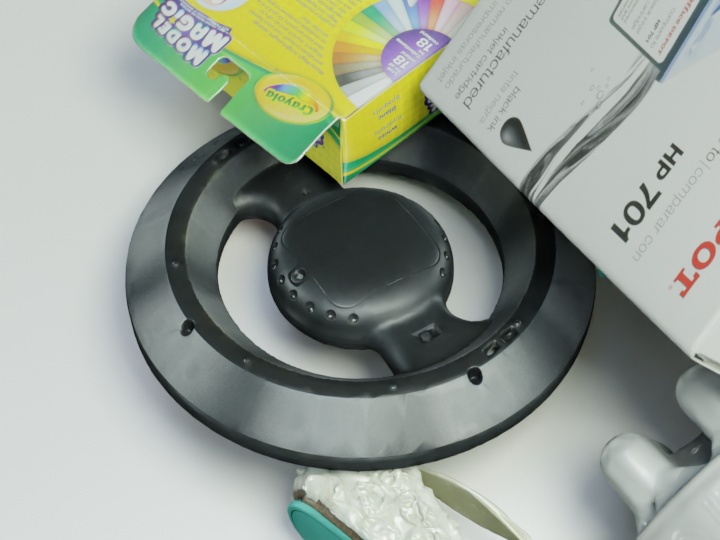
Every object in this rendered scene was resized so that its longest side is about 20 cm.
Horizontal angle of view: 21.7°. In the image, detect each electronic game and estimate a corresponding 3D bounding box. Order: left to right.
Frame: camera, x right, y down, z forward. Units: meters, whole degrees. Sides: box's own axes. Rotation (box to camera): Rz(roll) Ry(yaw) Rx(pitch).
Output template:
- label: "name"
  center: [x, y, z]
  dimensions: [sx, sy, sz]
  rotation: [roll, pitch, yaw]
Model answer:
- label: "electronic game"
  center: [0.000, 0.000, 0.795]
  dimensions: [0.199, 0.042, 0.201]
  rotation: [0, 49, 0]

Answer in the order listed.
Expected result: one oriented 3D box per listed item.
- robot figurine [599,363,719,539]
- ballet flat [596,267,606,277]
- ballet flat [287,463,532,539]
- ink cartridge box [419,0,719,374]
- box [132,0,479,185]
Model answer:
- label: "robot figurine"
  center: [0.179, 0.127, 0.711]
  dimensions: [0.170, 0.113, 0.200]
  rotation: [-46, 70, 11]
- label: "ballet flat"
  center: [0.145, -0.084, 0.832]
  dimensions: [0.068, 0.068, 0.201]
  rotation: [2, 75, 13]
- label: "ballet flat"
  center: [0.055, 0.135, 0.734]
  dimensions: [0.072, 0.072, 0.200]
  rotation: [-40, 72, -15]
- label: "ink cartridge box"
  center: [0.134, -0.066, 0.714]
  dimensions: [0.147, 0.086, 0.200]
  rotation: [-54, 41, 13]
- label: "box"
  center: [0.006, -0.119, 0.836]
  dimensions: [0.200, 0.049, 0.117]
  rotation: [-36, 59, -26]
